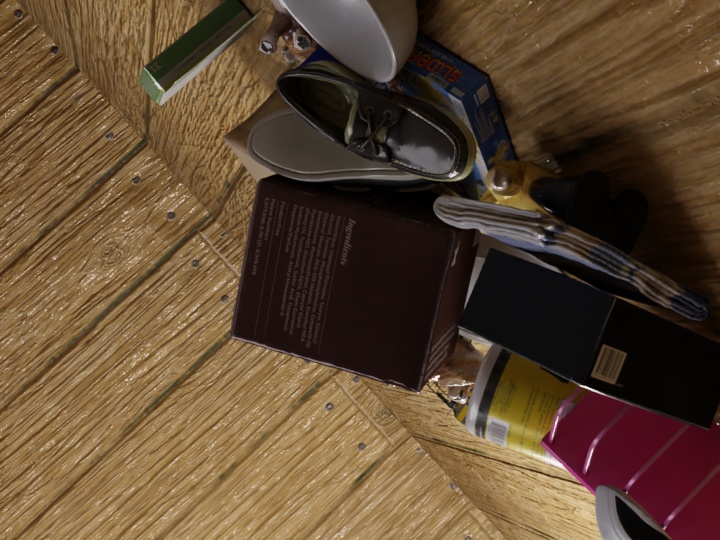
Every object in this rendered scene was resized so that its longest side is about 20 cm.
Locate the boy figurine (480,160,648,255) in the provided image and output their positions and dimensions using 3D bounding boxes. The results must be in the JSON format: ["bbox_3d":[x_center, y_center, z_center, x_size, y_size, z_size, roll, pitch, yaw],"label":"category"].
[{"bbox_3d":[0.153,-0.056,1.082,0.124,0.065,0.200,24,175,-24],"label":"boy figurine"}]

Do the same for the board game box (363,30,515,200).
[{"bbox_3d":[0.085,-0.135,1.196,0.135,0.034,0.200,40,167,37],"label":"board game box"}]

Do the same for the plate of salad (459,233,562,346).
[{"bbox_3d":[0.143,0.015,1.386,0.199,0.048,0.201,17,144,13],"label":"plate of salad"}]

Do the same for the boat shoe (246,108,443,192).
[{"bbox_3d":[-0.010,-0.111,1.207,0.199,0.074,0.060,2,165,20],"label":"boat shoe"}]

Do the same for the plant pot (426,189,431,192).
[{"bbox_3d":[-0.027,-0.030,1.469,0.200,0.174,0.201,39,141,42],"label":"plant pot"}]

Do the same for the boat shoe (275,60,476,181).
[{"bbox_3d":[0.008,-0.129,1.125,0.200,0.066,0.072,31,119,29],"label":"boat shoe"}]

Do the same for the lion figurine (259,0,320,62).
[{"bbox_3d":[-0.078,-0.280,1.225,0.123,0.072,0.201,-69,-36,-54],"label":"lion figurine"}]

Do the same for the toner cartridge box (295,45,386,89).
[{"bbox_3d":[-0.013,-0.171,1.300,0.043,0.095,0.200,44,170,17],"label":"toner cartridge box"}]

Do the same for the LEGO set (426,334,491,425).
[{"bbox_3d":[0.135,0.088,1.568,0.153,0.116,0.200,2,-144,-48],"label":"LEGO set"}]

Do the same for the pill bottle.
[{"bbox_3d":[0.223,0.154,1.364,0.199,0.115,0.114,19,162,16],"label":"pill bottle"}]

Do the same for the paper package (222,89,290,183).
[{"bbox_3d":[-0.061,-0.118,1.683,0.200,0.103,0.190,52,169,-32],"label":"paper package"}]

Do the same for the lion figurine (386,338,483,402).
[{"bbox_3d":[0.042,0.086,1.453,0.199,0.073,0.122,27,-159,34],"label":"lion figurine"}]

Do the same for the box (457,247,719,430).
[{"bbox_3d":[0.202,0.059,1.073,0.200,0.079,0.141,21,180,-44],"label":"box"}]

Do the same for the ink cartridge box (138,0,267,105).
[{"bbox_3d":[-0.191,-0.269,1.517,0.048,0.145,0.200,49,170,-7],"label":"ink cartridge box"}]

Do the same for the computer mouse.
[{"bbox_3d":[0.282,0.282,1.179,0.200,0.044,0.110,44,165,13],"label":"computer mouse"}]

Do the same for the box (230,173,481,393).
[{"bbox_3d":[0.000,0.000,1.265,0.199,0.165,0.166,15,-166,13],"label":"box"}]

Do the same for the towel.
[{"bbox_3d":[0.166,-0.010,1.009,0.199,0.024,0.147,23,177,-34],"label":"towel"}]

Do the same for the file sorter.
[{"bbox_3d":[0.295,0.171,1.218,0.200,0.139,0.126,44,166,19],"label":"file sorter"}]

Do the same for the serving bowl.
[{"bbox_3d":[-0.018,-0.256,1.073,0.200,0.066,0.200,46,171,10],"label":"serving bowl"}]
